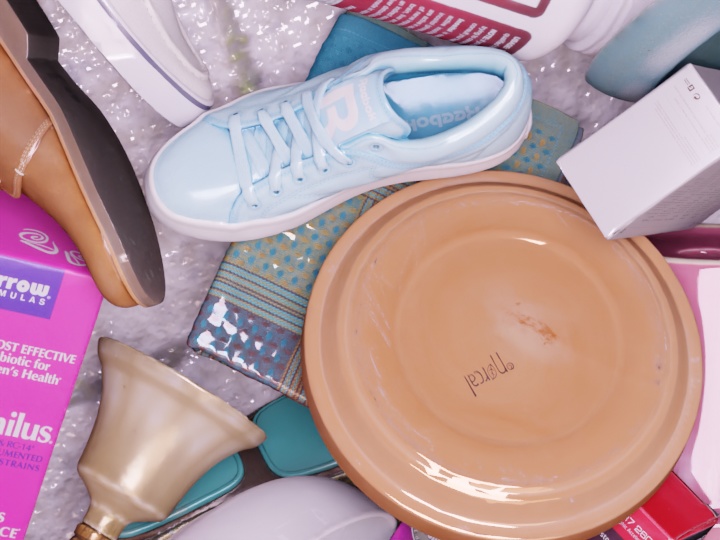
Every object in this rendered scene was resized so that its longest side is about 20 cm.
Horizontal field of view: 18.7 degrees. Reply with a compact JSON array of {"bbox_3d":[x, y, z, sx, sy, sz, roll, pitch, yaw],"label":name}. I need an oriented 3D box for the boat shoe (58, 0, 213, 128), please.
[{"bbox_3d":[-0.121,-0.161,1.065,0.070,0.071,0.200,-33,111,7],"label":"boat shoe"}]

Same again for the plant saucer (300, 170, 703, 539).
[{"bbox_3d":[0.070,0.038,1.068,0.199,0.201,0.032,-8,154,-10],"label":"plant saucer"}]

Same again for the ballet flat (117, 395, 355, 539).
[{"bbox_3d":[-0.054,0.115,1.219,0.199,0.071,0.071,-23,118,-3],"label":"ballet flat"}]

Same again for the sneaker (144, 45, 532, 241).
[{"bbox_3d":[-0.012,-0.073,1.065,0.199,0.074,0.082,-18,162,-6],"label":"sneaker"}]

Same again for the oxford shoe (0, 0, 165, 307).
[{"bbox_3d":[-0.161,-0.059,1.068,0.071,0.071,0.201,-33,79,9],"label":"oxford shoe"}]

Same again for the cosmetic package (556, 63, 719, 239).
[{"bbox_3d":[0.167,-0.060,1.109,0.082,0.200,0.051,-38,80,17],"label":"cosmetic package"}]

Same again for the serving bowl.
[{"bbox_3d":[-0.074,0.176,1.148,0.200,0.066,0.200,-37,159,-17],"label":"serving bowl"}]

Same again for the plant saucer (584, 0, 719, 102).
[{"bbox_3d":[0.201,-0.135,1.060,0.199,0.200,0.028,-31,81,2],"label":"plant saucer"}]

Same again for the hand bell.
[{"bbox_3d":[-0.143,0.146,1.140,0.104,0.104,0.201,36,77,-26],"label":"hand bell"}]

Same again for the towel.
[{"bbox_3d":[0.014,-0.019,1.124,0.146,0.022,0.201,27,78,-10],"label":"towel"}]

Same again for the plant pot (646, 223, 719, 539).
[{"bbox_3d":[0.190,0.072,1.192,0.199,0.200,0.180,-2,100,-13],"label":"plant pot"}]

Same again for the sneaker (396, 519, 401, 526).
[{"bbox_3d":[0.010,0.151,1.243,0.091,0.076,0.201,13,110,-14],"label":"sneaker"}]

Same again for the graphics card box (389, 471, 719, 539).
[{"bbox_3d":[0.080,0.157,1.133,0.051,0.126,0.200,-14,144,-51],"label":"graphics card box"}]

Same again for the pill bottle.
[{"bbox_3d":[0.051,-0.169,1.075,0.199,0.113,0.113,15,111,-20],"label":"pill bottle"}]

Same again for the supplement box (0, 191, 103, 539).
[{"bbox_3d":[-0.210,0.059,1.127,0.101,0.103,0.201,13,110,-19],"label":"supplement box"}]
